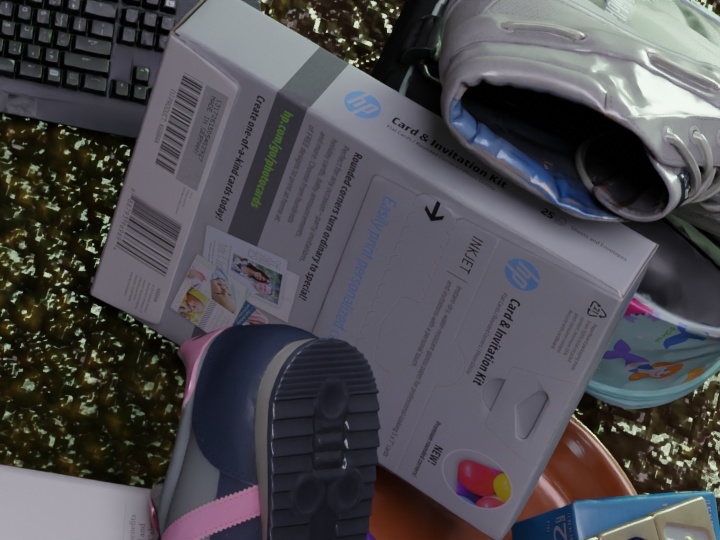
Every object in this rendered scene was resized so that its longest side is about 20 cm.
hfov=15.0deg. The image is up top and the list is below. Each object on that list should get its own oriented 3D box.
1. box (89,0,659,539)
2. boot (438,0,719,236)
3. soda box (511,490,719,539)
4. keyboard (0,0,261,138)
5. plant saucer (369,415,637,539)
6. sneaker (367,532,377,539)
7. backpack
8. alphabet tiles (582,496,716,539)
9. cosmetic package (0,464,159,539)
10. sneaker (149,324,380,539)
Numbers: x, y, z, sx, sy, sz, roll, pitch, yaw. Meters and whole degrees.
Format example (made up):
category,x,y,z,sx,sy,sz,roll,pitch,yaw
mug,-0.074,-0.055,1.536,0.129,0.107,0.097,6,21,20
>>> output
category,x,y,z,sx,sy,sz,roll,pitch,yaw
box,0.000,0.000,1.079,0.200,0.156,0.041,31,46,9
boot,0.118,-0.038,1.023,0.199,0.074,0.096,23,30,-6
soda box,0.114,0.194,1.109,0.068,0.064,0.201,-2,77,-23
keyboard,-0.138,-0.126,1.168,0.199,0.021,0.128,11,71,-19
plant saucer,0.033,0.139,1.148,0.200,0.032,0.201,6,72,-19
sneaker,0.025,0.149,1.073,0.083,0.081,0.200,-32,74,-34
backpack,0.094,-0.040,1.153,0.200,0.151,0.178,28,53,-6
alphabet tiles,0.107,0.201,1.039,0.167,0.008,0.201,-15,87,-44
cosmetic package,-0.151,0.131,1.049,0.199,0.085,0.108,12,71,-17
sneaker,-0.047,0.118,1.019,0.070,0.082,0.201,10,92,-44
